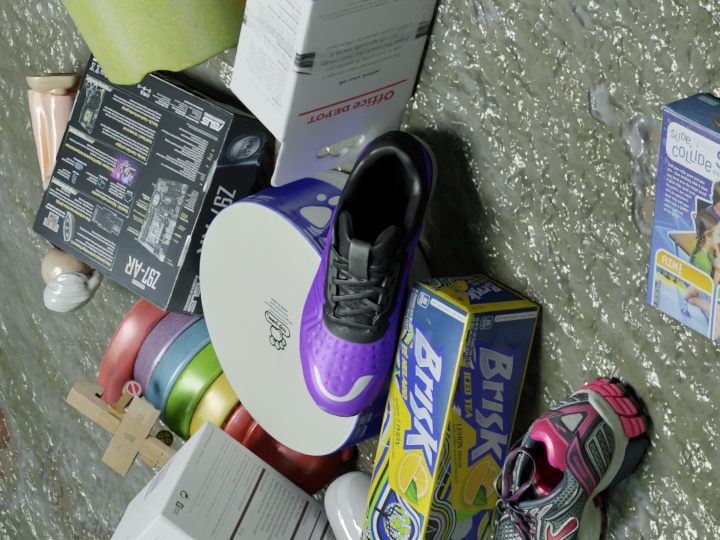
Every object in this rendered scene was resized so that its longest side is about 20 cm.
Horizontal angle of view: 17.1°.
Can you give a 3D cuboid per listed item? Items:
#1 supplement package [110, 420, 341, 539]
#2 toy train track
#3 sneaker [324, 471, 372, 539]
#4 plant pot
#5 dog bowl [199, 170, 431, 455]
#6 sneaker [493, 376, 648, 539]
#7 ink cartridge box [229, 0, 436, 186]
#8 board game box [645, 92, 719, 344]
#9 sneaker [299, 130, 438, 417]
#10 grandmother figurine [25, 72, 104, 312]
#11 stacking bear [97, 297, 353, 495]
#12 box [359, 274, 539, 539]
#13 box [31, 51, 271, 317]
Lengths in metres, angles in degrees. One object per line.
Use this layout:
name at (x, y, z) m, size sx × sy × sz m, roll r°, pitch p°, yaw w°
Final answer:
supplement package at (-0.083, 0.235, 1.779) m, size 0.200 × 0.120 × 0.121 m, roll 38°, pitch 125°, yaw -9°
toy train track at (-0.136, 0.142, 1.845) m, size 0.200 × 0.033 × 0.115 m, roll 35°, pitch 145°, yaw 1°
sneaker at (0.063, 0.210, 1.737) m, size 0.200 × 0.074 × 0.116 m, roll 51°, pitch 142°, yaw 10°
plant pot at (-0.157, -0.241, 1.713) m, size 0.200 × 0.200 × 0.185 m, roll 6°, pitch 123°, yaw 54°
dog bowl at (-0.031, 0.032, 1.757) m, size 0.200 × 0.079 × 0.201 m, roll 31°, pitch 131°, yaw 43°
sneaker at (0.121, 0.149, 1.606) m, size 0.081 × 0.075 × 0.200 m, roll 49°, pitch 143°, yaw 28°
ink cartridge box at (-0.017, -0.162, 1.596) m, size 0.068 × 0.116 × 0.200 m, roll 47°, pitch 141°, yaw 31°
board game box at (0.249, -0.004, 1.369) m, size 0.200 × 0.034 × 0.136 m, roll 33°, pitch 132°, yaw 42°
sneaker at (-0.001, 0.000, 1.604) m, size 0.100 × 0.069 × 0.201 m, roll 23°, pitch -99°, yaw -86°
grandmother figurine at (-0.248, -0.065, 2.005) m, size 0.060 × 0.121 × 0.201 m, roll 2°, pitch 97°, yaw 20°
stacking bear at (-0.097, 0.105, 1.880) m, size 0.200 × 0.121 × 0.114 m, roll 39°, pitch 145°, yaw 24°
box at (0.060, 0.107, 1.636) m, size 0.064 × 0.070 × 0.201 m, roll 29°, pitch 116°, yaw 45°
box at (-0.167, -0.071, 1.870) m, size 0.200 × 0.043 × 0.161 m, roll 27°, pitch 101°, yaw 46°
